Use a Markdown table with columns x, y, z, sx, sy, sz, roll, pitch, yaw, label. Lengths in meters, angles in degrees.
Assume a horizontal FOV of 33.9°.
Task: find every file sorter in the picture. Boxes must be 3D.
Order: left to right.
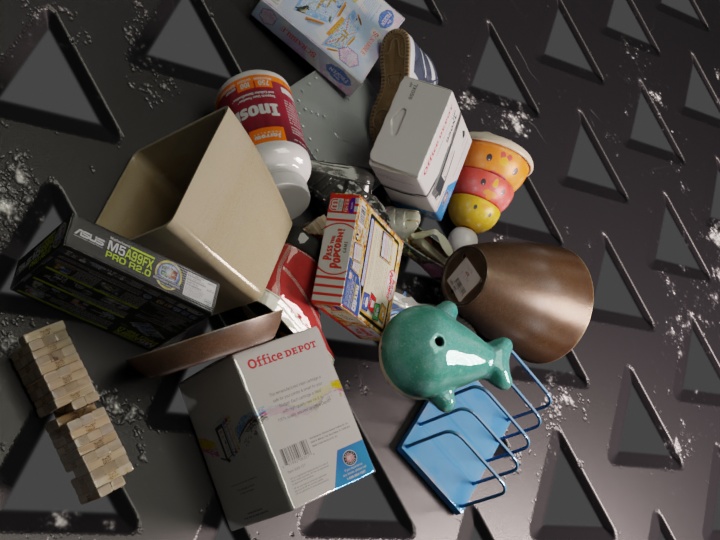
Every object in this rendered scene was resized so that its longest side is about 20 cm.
| x | y | z | sx | sy | sz | roll | pitch | yaw | label |
| --- | --- | --- | --- | --- | --- | --- | --- | --- | --- |
| 0.176 | 0.227 | 1.730 | 0.139 | 0.122 | 0.200 | 48 | 47 | -12 | file sorter |

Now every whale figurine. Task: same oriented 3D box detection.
| x | y | z | sx | sy | sz | roll | pitch | yaw | label |
| --- | --- | --- | --- | --- | --- | --- | --- | --- | --- |
| 0.127 | 0.115 | 1.641 | 0.198 | 0.104 | 0.161 | 10 | 70 | -13 | whale figurine |

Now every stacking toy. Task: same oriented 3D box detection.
| x | y | z | sx | sy | sz | roll | pitch | yaw | label |
| --- | --- | --- | --- | --- | --- | --- | --- | --- | --- |
| 0.191 | -0.110 | 1.917 | 0.145 | 0.146 | 0.202 | 26 | 72 | -29 | stacking toy |

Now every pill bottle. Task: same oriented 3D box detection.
| x | y | z | sx | sy | sz | roll | pitch | yaw | label |
| --- | --- | --- | --- | --- | --- | --- | --- | --- | --- |
| -0.131 | -0.169 | 1.629 | 0.112 | 0.113 | 0.201 | 11 | 48 | -36 | pill bottle |

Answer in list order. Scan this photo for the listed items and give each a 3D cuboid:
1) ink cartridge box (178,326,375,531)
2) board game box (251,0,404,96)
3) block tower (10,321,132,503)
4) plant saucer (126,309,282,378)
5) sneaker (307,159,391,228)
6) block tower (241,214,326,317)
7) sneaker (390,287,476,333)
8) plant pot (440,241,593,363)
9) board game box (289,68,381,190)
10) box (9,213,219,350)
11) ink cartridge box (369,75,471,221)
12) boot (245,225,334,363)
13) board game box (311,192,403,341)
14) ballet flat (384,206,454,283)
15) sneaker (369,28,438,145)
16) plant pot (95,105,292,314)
| x | y | z | sx | sy | sz | roll | pitch | yaw | label |
| --- | --- | --- | --- | --- | --- | --- | --- | --- | --- |
| -0.108 | 0.197 | 1.486 | 0.146 | 0.144 | 0.202 | -15 | 80 | -43 | ink cartridge box |
| -0.047 | -0.401 | 1.864 | 0.199 | 0.041 | 0.201 | 39 | 47 | -9 | board game box |
| -0.334 | 0.164 | 1.364 | 0.054 | 0.058 | 0.202 | -24 | 88 | -43 | block tower |
| -0.184 | 0.092 | 1.435 | 0.199 | 0.199 | 0.035 | -17 | 87 | -43 | plant saucer |
| -0.047 | -0.105 | 1.729 | 0.198 | 0.060 | 0.105 | 7 | 92 | -14 | sneaker |
| -0.104 | -0.009 | 1.649 | 0.200 | 0.054 | 0.058 | -40 | 98 | -44 | block tower |
| 0.084 | 0.090 | 1.757 | 0.198 | 0.076 | 0.078 | 21 | 64 | -20 | sneaker |
| 0.221 | 0.032 | 1.798 | 0.199 | 0.186 | 0.189 | 17 | 60 | -41 | plant pot |
| -0.025 | -0.218 | 1.832 | 0.201 | 0.026 | 0.200 | 54 | 46 | -6 | board game box |
| -0.292 | 0.019 | 1.404 | 0.199 | 0.160 | 0.045 | 27 | 56 | -27 | box |
| 0.093 | -0.179 | 1.772 | 0.200 | 0.083 | 0.146 | 48 | 62 | -69 | ink cartridge box |
| -0.066 | 0.035 | 1.592 | 0.145 | 0.072 | 0.200 | -61 | 143 | -24 | boot |
| 0.000 | 0.000 | 1.617 | 0.200 | 0.046 | 0.153 | 43 | 55 | -64 | board game box |
| 0.085 | -0.050 | 1.816 | 0.199 | 0.071 | 0.070 | 35 | 45 | -23 | ballet flat |
| 0.071 | -0.270 | 1.872 | 0.108 | 0.069 | 0.202 | 21 | 74 | -62 | sneaker |
| -0.204 | -0.053 | 1.499 | 0.177 | 0.199 | 0.201 | 43 | 48 | -29 | plant pot |
